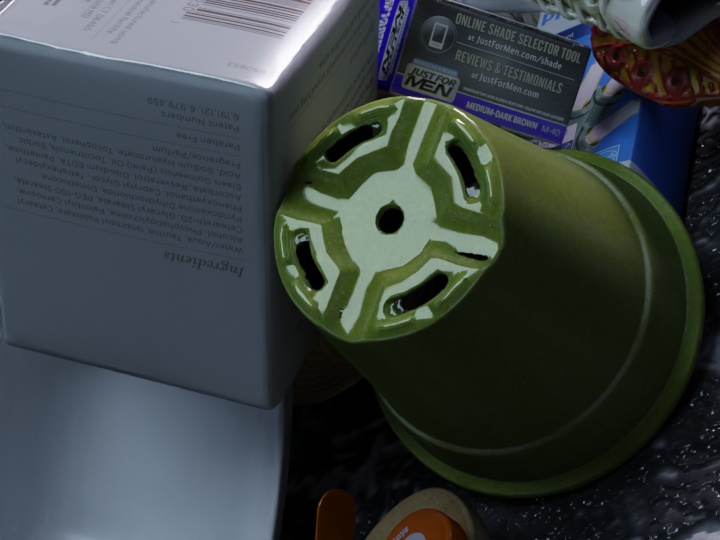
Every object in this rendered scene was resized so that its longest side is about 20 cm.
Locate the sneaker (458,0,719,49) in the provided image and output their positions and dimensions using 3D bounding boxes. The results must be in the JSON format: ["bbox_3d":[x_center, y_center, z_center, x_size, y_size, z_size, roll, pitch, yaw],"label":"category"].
[{"bbox_3d":[0.137,-0.162,0.980,0.200,0.078,0.100,-6,50,24],"label":"sneaker"}]

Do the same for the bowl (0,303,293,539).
[{"bbox_3d":[-0.131,0.110,1.078,0.199,0.075,0.200,7,92,17],"label":"bowl"}]

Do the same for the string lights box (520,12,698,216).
[{"bbox_3d":[0.148,-0.089,1.102,0.103,0.059,0.200,-19,40,37],"label":"string lights box"}]

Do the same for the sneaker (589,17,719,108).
[{"bbox_3d":[0.222,-0.117,1.015,0.200,0.077,0.073,15,93,33],"label":"sneaker"}]

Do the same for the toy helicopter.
[{"bbox_3d":[-0.008,0.198,0.942,0.200,0.079,0.132,-53,33,-3],"label":"toy helicopter"}]

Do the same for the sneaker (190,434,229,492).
[{"bbox_3d":[-0.114,0.076,1.196,0.106,0.075,0.200,-21,40,28],"label":"sneaker"}]

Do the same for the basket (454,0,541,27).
[{"bbox_3d":[0.108,-0.269,1.231,0.161,0.200,0.198,-38,33,20],"label":"basket"}]

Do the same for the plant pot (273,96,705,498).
[{"bbox_3d":[0.053,0.001,0.919,0.200,0.190,0.201,-8,70,25],"label":"plant pot"}]

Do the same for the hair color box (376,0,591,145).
[{"bbox_3d":[0.049,-0.125,1.092,0.200,0.109,0.065,-154,80,-75],"label":"hair color box"}]

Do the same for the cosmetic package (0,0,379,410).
[{"bbox_3d":[-0.092,-0.065,0.973,0.166,0.200,0.167,12,37,15],"label":"cosmetic package"}]

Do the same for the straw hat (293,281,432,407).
[{"bbox_3d":[0.000,0.000,1.139,0.201,0.085,0.202,-17,61,34],"label":"straw hat"}]
